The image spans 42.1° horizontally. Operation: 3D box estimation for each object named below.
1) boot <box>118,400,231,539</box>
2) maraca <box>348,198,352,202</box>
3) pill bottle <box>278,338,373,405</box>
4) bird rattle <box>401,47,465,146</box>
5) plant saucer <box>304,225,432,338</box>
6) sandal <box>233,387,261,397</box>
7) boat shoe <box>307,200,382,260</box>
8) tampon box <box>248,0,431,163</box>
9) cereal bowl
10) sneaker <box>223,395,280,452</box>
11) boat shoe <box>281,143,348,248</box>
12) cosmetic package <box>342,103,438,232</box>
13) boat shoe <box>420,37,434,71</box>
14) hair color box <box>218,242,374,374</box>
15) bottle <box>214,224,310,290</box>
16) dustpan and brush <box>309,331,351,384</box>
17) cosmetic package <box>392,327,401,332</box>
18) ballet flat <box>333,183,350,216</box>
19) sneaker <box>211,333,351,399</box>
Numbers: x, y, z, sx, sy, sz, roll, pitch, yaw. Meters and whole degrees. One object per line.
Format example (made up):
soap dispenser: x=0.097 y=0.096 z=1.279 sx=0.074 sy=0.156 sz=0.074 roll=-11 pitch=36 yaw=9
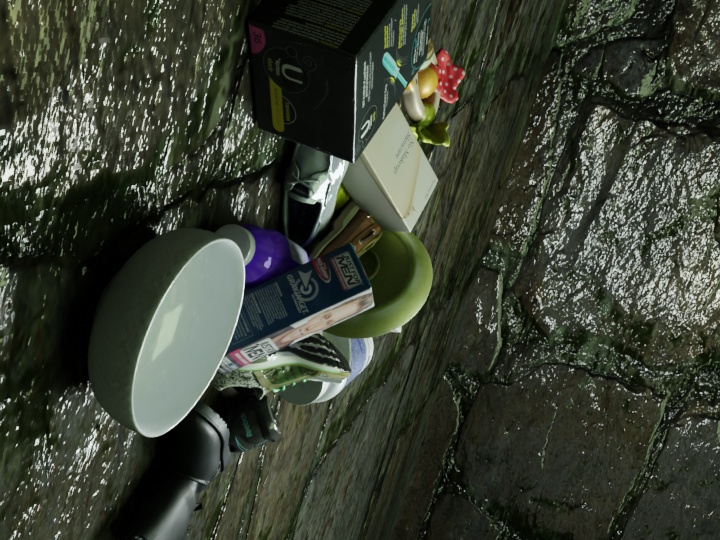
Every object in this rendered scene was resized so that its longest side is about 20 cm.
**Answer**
boot: x=-0.222 y=0.250 z=1.093 sx=0.163 sy=0.073 sz=0.199 roll=-57 pitch=163 yaw=-29
maraca: x=0.025 y=-0.063 z=1.486 sx=0.200 sy=0.106 sz=0.138 roll=87 pitch=2 yaw=-73
pill bottle: x=-0.060 y=0.137 z=1.445 sx=0.200 sy=0.110 sz=0.112 roll=-31 pitch=140 yaw=-68
bird rattle: x=0.107 y=-0.294 z=1.500 sx=0.201 sy=0.112 sz=0.163 roll=-65 pitch=150 yaw=-26
plant saucer: x=0.000 y=0.000 z=1.296 sx=0.201 sy=0.199 sz=0.031 roll=-62 pitch=159 yaw=-27
sandal: x=-0.113 y=0.071 z=1.243 sx=0.201 sy=0.075 sz=0.048 roll=-65 pitch=147 yaw=-15
boat shoe: x=-0.038 y=-0.005 z=1.228 sx=0.200 sy=0.068 sz=0.072 roll=-54 pitch=-174 yaw=-26
tampon box: x=-0.018 y=-0.249 z=1.019 sx=0.150 sy=0.126 sz=0.201 roll=92 pitch=25 yaw=-52
cereal bowl: x=-0.192 y=0.050 z=0.882 sx=0.200 sy=0.083 sz=0.201 roll=20 pitch=90 yaw=-76
sneaker: x=-0.158 y=0.212 z=1.297 sx=0.079 sy=0.076 sz=0.200 roll=-21 pitch=170 yaw=-9
boat shoe: x=-0.061 y=-0.107 z=1.176 sx=0.072 sy=0.070 sz=0.202 roll=-60 pitch=166 yaw=-44
cosmetic package: x=0.020 y=-0.155 z=1.251 sx=0.200 sy=0.073 sz=0.104 roll=54 pitch=54 yaw=-41
boat shoe: x=0.055 y=-0.318 z=1.327 sx=0.200 sy=0.071 sz=0.077 roll=-48 pitch=143 yaw=-55
hair color box: x=-0.086 y=0.047 z=1.071 sx=0.199 sy=0.061 sz=0.100 roll=-25 pitch=167 yaw=-3
bottle: x=-0.117 y=-0.011 z=1.077 sx=0.200 sy=0.083 sz=0.066 roll=35 pitch=43 yaw=-75
dustpan and brush: x=-0.072 y=0.051 z=1.335 sx=0.057 sy=0.139 sz=0.201 roll=-38 pitch=-131 yaw=47
cosmetic package: x=0.026 y=0.043 z=1.464 sx=0.200 sy=0.050 sz=0.083 roll=37 pitch=60 yaw=-72
ballet flat: x=-0.016 y=-0.151 z=1.312 sx=0.200 sy=0.066 sz=0.067 roll=-53 pitch=138 yaw=-43
sneaker: x=-0.106 y=0.124 z=1.200 sx=0.089 sy=0.199 sz=0.077 roll=-61 pitch=-144 yaw=28
